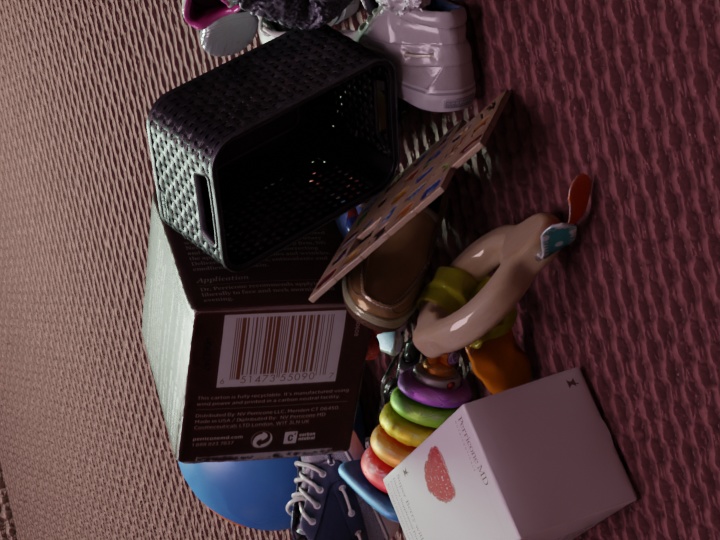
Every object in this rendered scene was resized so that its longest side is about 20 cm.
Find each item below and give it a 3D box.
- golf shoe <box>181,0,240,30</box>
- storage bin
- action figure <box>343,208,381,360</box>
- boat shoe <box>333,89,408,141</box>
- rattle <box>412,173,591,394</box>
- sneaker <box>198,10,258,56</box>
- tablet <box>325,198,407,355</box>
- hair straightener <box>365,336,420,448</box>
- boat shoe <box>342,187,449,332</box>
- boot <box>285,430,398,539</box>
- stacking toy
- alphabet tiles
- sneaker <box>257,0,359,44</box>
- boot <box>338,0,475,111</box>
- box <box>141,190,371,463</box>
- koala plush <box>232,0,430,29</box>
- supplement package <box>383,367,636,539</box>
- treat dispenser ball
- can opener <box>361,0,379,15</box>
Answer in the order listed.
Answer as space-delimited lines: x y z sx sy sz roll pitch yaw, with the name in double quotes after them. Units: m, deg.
-0.095 -0.292 1.609 0.199 0.075 0.092 -31 29 36 "golf shoe"
-0.070 -0.107 1.445 0.094 0.199 0.136 35 143 37 "storage bin"
0.001 -0.017 1.601 0.099 0.065 0.201 124 141 -54 "action figure"
-0.014 -0.144 1.613 0.075 0.062 0.200 63 157 -7 "boat shoe"
0.147 0.026 1.383 0.200 0.130 0.143 -35 94 30 "rattle"
-0.134 -0.326 1.745 0.115 0.075 0.201 66 148 33 "sneaker"
0.000 0.000 1.681 0.200 0.014 0.131 22 104 60 "tablet"
0.037 0.148 1.663 0.041 0.077 0.201 22 125 12 "hair straightener"
0.036 -0.028 1.465 0.076 0.071 0.200 -59 7 35 "boat shoe"
-0.038 0.209 1.663 0.073 0.090 0.201 10 134 56 "boot"
0.064 0.126 1.579 0.110 0.115 0.201 35 120 47 "stacking toy"
0.045 -0.069 1.416 0.008 0.167 0.200 44 124 -10 "alphabet tiles"
-0.071 -0.253 1.662 0.200 0.070 0.074 -20 85 67 "sneaker"
0.031 -0.208 1.487 0.199 0.073 0.096 26 125 47 "boot"
-0.098 0.045 1.538 0.200 0.165 0.165 -115 29 -53 "box"
-0.004 -0.281 1.376 0.199 0.178 0.184 2 151 34 "koala plush"
0.121 0.183 1.443 0.122 0.119 0.200 67 153 17 "supplement package"
-0.095 0.171 1.784 0.201 0.200 0.202 40 138 50 "treat dispenser ball"
-0.011 -0.322 1.519 0.063 0.078 0.201 0 113 59 "can opener"
